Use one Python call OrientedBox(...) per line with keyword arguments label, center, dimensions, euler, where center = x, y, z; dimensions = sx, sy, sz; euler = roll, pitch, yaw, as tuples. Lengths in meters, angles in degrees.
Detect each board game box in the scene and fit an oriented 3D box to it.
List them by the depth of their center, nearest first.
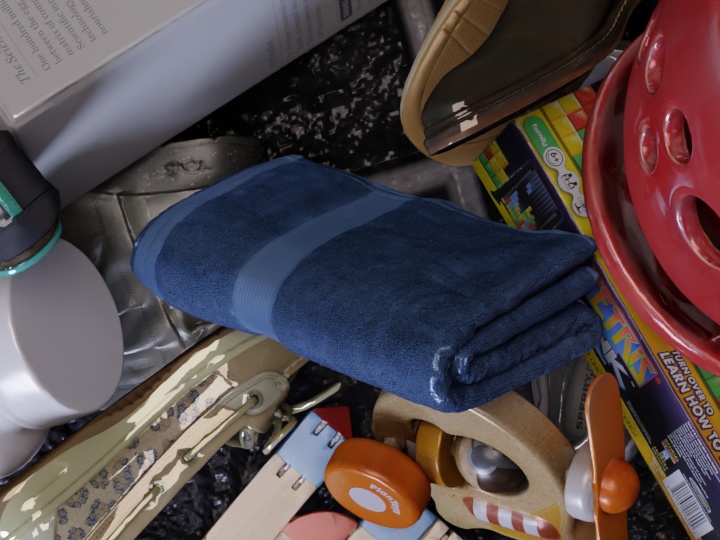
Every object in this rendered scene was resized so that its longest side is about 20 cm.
OrientedBox(label="board game box", center=(0.170, -0.002, 1.292), dimensions=(0.165, 0.057, 0.201), euler=(-26, 81, -26))

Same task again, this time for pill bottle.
OrientedBox(label="pill bottle", center=(-0.210, 0.052, 1.350), dimensions=(0.199, 0.111, 0.112), euler=(-19, 82, 30))

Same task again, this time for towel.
OrientedBox(label="towel", center=(0.000, 0.000, 1.265), dimensions=(0.200, 0.111, 0.049), euler=(21, 126, 41))

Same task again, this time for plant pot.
OrientedBox(label="plant pot", center=(0.196, -0.051, 1.185), dimensions=(0.199, 0.183, 0.201), euler=(8, 66, -18))

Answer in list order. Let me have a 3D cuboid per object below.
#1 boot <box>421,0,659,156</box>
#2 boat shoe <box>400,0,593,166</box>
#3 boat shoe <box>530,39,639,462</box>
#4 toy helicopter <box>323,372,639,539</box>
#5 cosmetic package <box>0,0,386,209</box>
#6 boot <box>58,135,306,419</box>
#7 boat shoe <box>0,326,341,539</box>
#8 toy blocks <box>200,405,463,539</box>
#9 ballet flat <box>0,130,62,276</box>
OrientedBox(label="boot", center=(0.074, -0.132, 1.265), dimensions=(0.200, 0.075, 0.097), euler=(-40, 99, -34))
OrientedBox(label="boat shoe", center=(0.083, -0.135, 1.354), dimensions=(0.074, 0.069, 0.200), euler=(38, 87, -18))
OrientedBox(label="boat shoe", center=(0.110, -0.009, 1.338), dimensions=(0.070, 0.069, 0.201), euler=(1, 85, 15))
OrientedBox(label="toy helicopter", center=(0.090, 0.105, 1.285), dimensions=(0.200, 0.132, 0.079), euler=(44, 57, -26))
OrientedBox(label="cosmetic package", center=(-0.118, -0.171, 1.337), dimensions=(0.200, 0.123, 0.200), euler=(-32, 73, -9))
OrientedBox(label="boot", center=(-0.130, 0.011, 1.391), dimensions=(0.199, 0.068, 0.131), euler=(-7, 91, 12))
OrientedBox(label="boat shoe", center=(-0.078, 0.075, 1.322), dimensions=(0.200, 0.073, 0.063), euler=(-36, 91, -9))
OrientedBox(label="toy blocks", center=(-0.003, 0.156, 1.346), dimensions=(0.200, 0.100, 0.137), euler=(41, 86, 0))
OrientedBox(label="ballet flat", center=(-0.197, -0.044, 1.296), dimensions=(0.073, 0.200, 0.073), euler=(-5, 99, -32))
